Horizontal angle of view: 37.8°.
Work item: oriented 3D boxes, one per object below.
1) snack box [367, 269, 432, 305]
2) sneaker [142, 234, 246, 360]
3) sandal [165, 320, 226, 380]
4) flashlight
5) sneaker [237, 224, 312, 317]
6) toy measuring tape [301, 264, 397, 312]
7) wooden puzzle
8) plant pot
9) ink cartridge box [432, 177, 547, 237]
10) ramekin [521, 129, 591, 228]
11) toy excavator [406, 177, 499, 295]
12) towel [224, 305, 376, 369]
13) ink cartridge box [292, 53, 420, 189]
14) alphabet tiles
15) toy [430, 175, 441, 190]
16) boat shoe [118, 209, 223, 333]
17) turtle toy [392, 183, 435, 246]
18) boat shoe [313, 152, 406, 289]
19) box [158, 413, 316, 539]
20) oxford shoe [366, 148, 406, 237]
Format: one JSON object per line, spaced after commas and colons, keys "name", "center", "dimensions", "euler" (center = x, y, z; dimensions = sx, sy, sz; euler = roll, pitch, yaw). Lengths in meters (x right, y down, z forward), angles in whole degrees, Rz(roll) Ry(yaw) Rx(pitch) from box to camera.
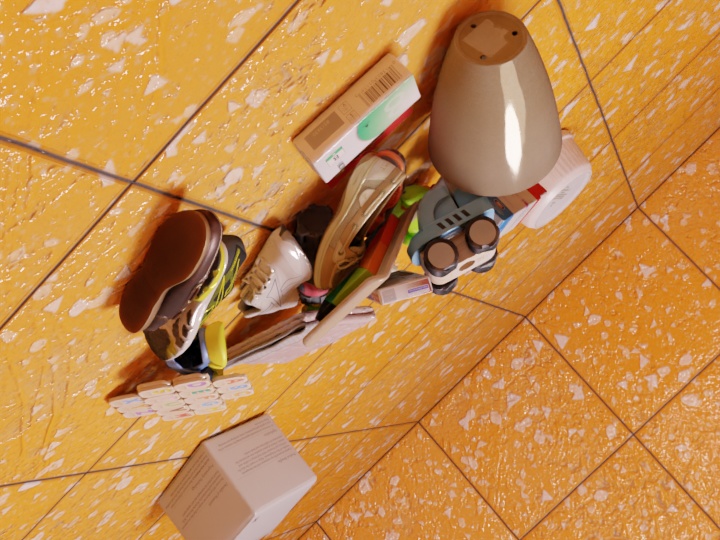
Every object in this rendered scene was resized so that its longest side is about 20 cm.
{"name": "snack box", "center": [0.045, 0.022, 1.470], "dimensions": [0.071, 0.025, 0.200], "euler": [-16, -175, -7]}
{"name": "sneaker", "center": [-0.200, 0.035, 1.311], "dimensions": [0.084, 0.075, 0.201], "euler": [-19, 151, -54]}
{"name": "sandal", "center": [-0.233, 0.121, 1.477], "dimensions": [0.086, 0.081, 0.200], "euler": [-5, 159, -10]}
{"name": "flashlight", "center": [-0.064, -0.023, 1.509], "dimensions": [0.067, 0.069, 0.201], "euler": [0, 149, -6]}
{"name": "sneaker", "center": [-0.122, 0.012, 1.448], "dimensions": [0.086, 0.075, 0.201], "euler": [-28, 158, -25]}
{"name": "toy measuring tape", "center": [-0.020, 0.019, 1.656], "dimensions": [0.199, 0.074, 0.073], "euler": [-33, 170, 31]}
{"name": "wooden puzzle", "center": [0.000, 0.000, 1.473], "dimensions": [0.185, 0.037, 0.201], "euler": [-44, -170, 40]}
{"name": "plant pot", "center": [0.171, -0.231, 1.371], "dimensions": [0.187, 0.187, 0.201], "euler": [-38, 150, -14]}
{"name": "ink cartridge box", "center": [0.195, -0.114, 1.599], "dimensions": [0.067, 0.116, 0.199], "euler": [-53, 167, 31]}
{"name": "ramekin", "center": [0.367, -0.171, 2.072], "dimensions": [0.202, 0.094, 0.203], "euler": [-38, 163, -14]}
{"name": "toy excavator", "center": [0.132, -0.099, 1.458], "dimensions": [0.193, 0.202, 0.100], "euler": [-28, 161, -4]}
{"name": "towel", "center": [-0.100, 0.107, 1.646], "dimensions": [0.199, 0.033, 0.190], "euler": [-26, 167, 32]}
{"name": "ink cartridge box", "center": [0.008, -0.171, 1.333], "dimensions": [0.161, 0.050, 0.200], "euler": [-43, 161, 0]}
{"name": "alphabet tiles", "center": [-0.251, 0.182, 1.498], "dimensions": [0.193, 0.015, 0.200], "euler": [-11, 161, -3]}
{"name": "toy", "center": [0.156, -0.186, 1.632], "dimensions": [0.116, 0.047, 0.200], "euler": [-56, 165, 21]}
{"name": "boat shoe", "center": [-0.209, -0.003, 1.209], "dimensions": [0.070, 0.071, 0.200], "euler": [-12, 154, -47]}
{"name": "turtle toy", "center": [0.102, -0.083, 1.640], "dimensions": [0.199, 0.145, 0.102], "euler": [-7, 121, -64]}
{"name": "boat shoe", "center": [-0.004, -0.056, 1.410], "dimensions": [0.203, 0.063, 0.073], "euler": [-65, 167, 17]}
{"name": "box", "center": [-0.234, 0.420, 2.016], "dimensions": [0.198, 0.172, 0.201], "euler": [-17, 150, -55]}
{"name": "oxford shoe", "center": [0.031, -0.124, 1.491], "dimensions": [0.073, 0.071, 0.200], "euler": [-53, 176, -27]}
